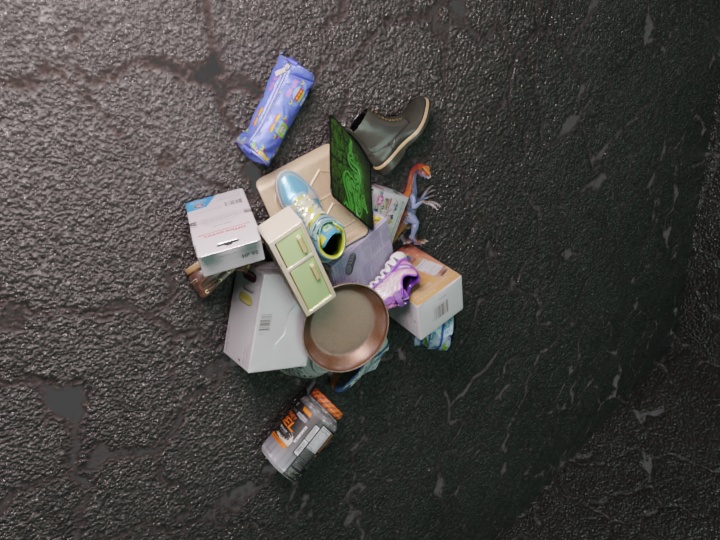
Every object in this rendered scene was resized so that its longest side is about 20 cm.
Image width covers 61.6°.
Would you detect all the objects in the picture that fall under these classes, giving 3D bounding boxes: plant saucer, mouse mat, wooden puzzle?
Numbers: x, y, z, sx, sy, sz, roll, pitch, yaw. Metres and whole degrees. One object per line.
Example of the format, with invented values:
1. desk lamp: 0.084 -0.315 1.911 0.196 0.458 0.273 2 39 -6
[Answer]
1. plant saucer: -0.034 0.117 1.288 0.194 0.037 0.207 -7 111 -18
2. mouse mat: -0.018 -0.204 1.256 0.160 0.007 0.206 36 45 -49
3. wooden puzzle: -0.099 -0.129 1.243 0.182 0.046 0.205 -29 103 -16

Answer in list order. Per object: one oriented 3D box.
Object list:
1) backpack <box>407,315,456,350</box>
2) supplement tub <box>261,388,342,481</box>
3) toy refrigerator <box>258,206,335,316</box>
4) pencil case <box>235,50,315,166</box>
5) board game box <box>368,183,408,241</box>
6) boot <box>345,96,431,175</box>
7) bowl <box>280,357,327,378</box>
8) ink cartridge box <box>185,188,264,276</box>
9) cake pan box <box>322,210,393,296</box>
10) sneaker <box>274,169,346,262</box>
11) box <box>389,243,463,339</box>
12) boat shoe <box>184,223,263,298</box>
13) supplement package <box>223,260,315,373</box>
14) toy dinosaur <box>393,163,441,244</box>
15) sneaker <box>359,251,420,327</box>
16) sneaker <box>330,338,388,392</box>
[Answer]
1. backpack: 0.186 0.129 1.592 0.149 0.201 0.168 4 113 -22
2. supplement tub: -0.140 0.400 1.489 0.201 0.121 0.123 -49 136 -11
3. toy refrigerator: -0.117 -0.012 1.145 0.075 0.070 0.203 -32 133 -12
4. pencil case: -0.158 -0.298 1.117 0.204 0.077 0.087 -62 166 2
5. board game box: 0.005 -0.123 1.380 0.196 0.064 0.152 8 108 -43
6. boot: 0.065 -0.333 1.320 0.138 0.076 0.203 42 74 -35
7. bowl: -0.103 0.180 1.423 0.197 0.093 0.207 -21 125 -32
8. ink cartridge box: -0.239 -0.061 1.067 0.112 0.201 0.068 -16 126 -11
9. cake pan box: 0.000 0.000 1.347 0.183 0.052 0.204 -41 141 -24
10. sneaker: -0.089 -0.106 1.155 0.079 0.130 0.203 -36 104 -12
11. box: 0.134 0.047 1.494 0.150 0.198 0.109 -32 133 -24
12. boat shoe: -0.244 -0.022 1.182 0.197 0.070 0.071 -35 93 -13
13. supplement package: -0.185 0.092 1.271 0.153 0.109 0.207 1 104 -43
14. toy dinosaur: 0.122 -0.157 1.460 0.194 0.104 0.188 -17 104 -21
15. sneaker: 0.062 0.057 1.350 0.202 0.088 0.081 -51 148 -9
16. sneaker: 0.007 0.248 1.578 0.200 0.075 0.089 -47 136 -12
